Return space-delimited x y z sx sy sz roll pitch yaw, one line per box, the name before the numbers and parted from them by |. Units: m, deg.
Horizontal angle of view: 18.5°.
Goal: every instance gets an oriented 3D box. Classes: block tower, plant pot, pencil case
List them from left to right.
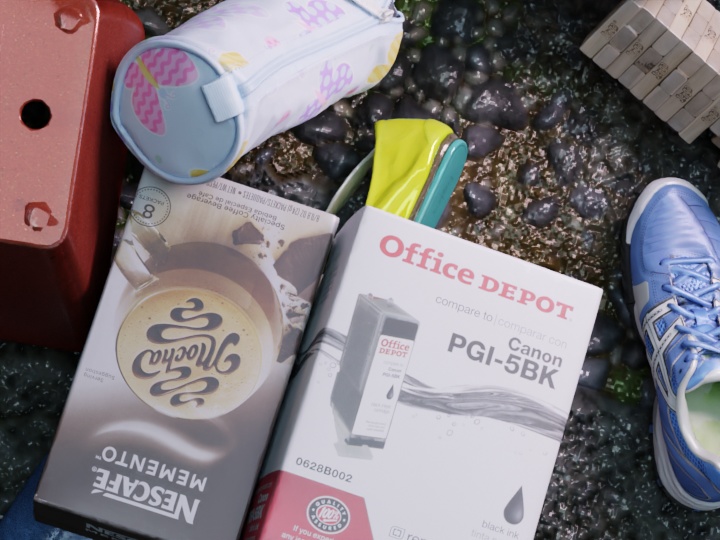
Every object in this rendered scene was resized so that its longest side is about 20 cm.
plant pot | -0.219 -0.075 1.196 0.199 0.176 0.201 9 82 -10
pencil case | -0.053 -0.113 1.227 0.090 0.200 0.084 4 112 30
block tower | 0.230 -0.098 1.338 0.200 0.054 0.058 40 42 -6

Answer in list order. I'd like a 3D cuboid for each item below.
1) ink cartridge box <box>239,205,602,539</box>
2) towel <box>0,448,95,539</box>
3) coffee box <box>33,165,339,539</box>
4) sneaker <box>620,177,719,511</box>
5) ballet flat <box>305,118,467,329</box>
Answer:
ink cartridge box | 0.032 0.084 1.200 0.146 0.083 0.201 19 76 -6
towel | -0.123 0.123 1.256 0.111 0.049 0.200 36 78 -4
coffee box | -0.095 0.055 1.205 0.112 0.080 0.201 17 73 -3
sneaker | 0.205 0.041 1.314 0.075 0.077 0.201 -10 84 -10
ballet flat | 0.000 0.000 1.294 0.067 0.067 0.201 18 77 13
